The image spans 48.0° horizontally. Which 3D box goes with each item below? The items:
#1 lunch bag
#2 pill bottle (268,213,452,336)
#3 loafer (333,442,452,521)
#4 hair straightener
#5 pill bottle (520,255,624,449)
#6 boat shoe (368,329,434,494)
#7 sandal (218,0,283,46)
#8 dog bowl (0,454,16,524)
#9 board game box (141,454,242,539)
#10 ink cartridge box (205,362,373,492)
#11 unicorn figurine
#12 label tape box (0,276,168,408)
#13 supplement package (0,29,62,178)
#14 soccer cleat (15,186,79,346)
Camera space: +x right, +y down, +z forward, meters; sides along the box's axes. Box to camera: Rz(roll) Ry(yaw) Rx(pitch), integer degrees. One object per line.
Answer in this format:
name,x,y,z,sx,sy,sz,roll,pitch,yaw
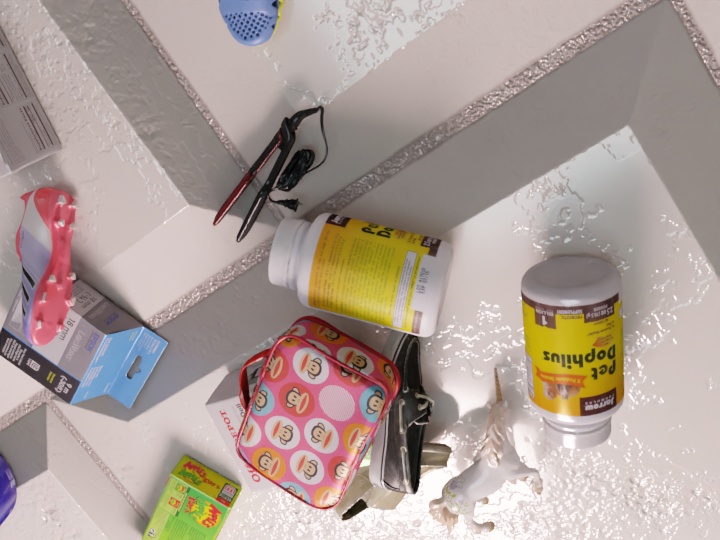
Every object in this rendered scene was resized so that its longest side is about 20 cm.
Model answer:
lunch bag,-0.064,0.161,0.941,0.175,0.082,0.202,29,114,6
pill bottle,0.000,0.000,0.923,0.197,0.109,0.111,14,116,9
loafer,0.038,0.276,1.054,0.199,0.075,0.069,-28,63,31
hair straightener,-0.094,-0.108,0.956,0.077,0.041,0.200,37,113,-7
pill bottle,0.240,0.094,0.909,0.107,0.109,0.203,-3,113,16
boat shoe,0.059,0.168,0.981,0.063,0.070,0.204,6,91,32
sandal,-0.131,-0.332,0.834,0.078,0.087,0.203,-3,114,14
dog bowl,-0.653,0.347,1.281,0.197,0.079,0.203,6,114,12
board game box,-0.261,0.380,1.206,0.101,0.048,0.202,28,118,1
ink cartridge box,-0.079,0.190,1.051,0.198,0.084,0.147,-19,106,21
unicorn figurine,0.162,0.248,1.004,0.201,0.074,0.137,-51,126,-4
label tape box,-0.385,0.103,1.108,0.199,0.063,0.145,35,118,-1
supplement package,-0.494,-0.200,0.977,0.154,0.111,0.202,-17,108,21
soccer cleat,-0.408,-0.006,1.030,0.075,0.067,0.203,2,82,20
